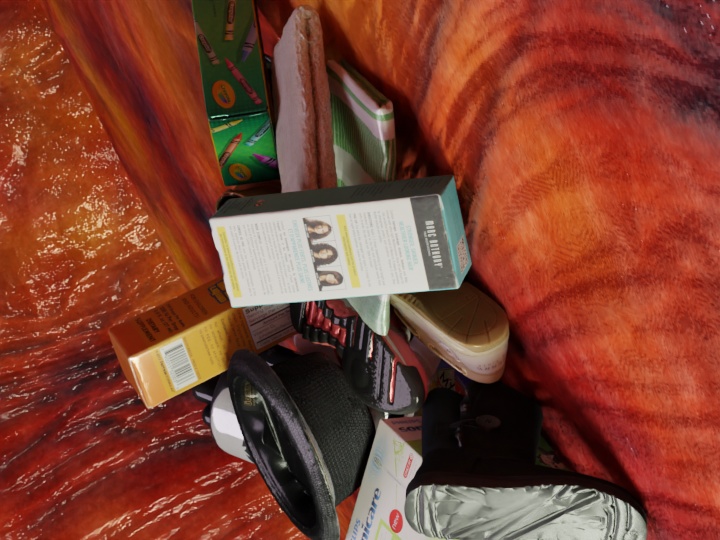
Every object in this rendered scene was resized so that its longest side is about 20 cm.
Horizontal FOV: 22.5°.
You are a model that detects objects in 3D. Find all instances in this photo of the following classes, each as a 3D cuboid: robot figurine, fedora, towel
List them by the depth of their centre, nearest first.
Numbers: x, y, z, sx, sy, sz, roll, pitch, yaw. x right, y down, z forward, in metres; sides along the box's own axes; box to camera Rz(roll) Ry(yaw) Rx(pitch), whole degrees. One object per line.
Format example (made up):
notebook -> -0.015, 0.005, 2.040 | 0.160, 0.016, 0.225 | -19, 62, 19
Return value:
towel -> -0.003, -0.066, 1.548 | 0.153, 0.023, 0.201 | -131, 40, -60
towel -> -0.048, -0.119, 1.578 | 0.133, 0.034, 0.201 | 137, 129, -73
fedora -> -0.041, 0.148, 1.656 | 0.201, 0.091, 0.201 | 51, 158, 30
robot figurine -> -0.070, 0.143, 1.830 | 0.200, 0.125, 0.150 | 18, -179, 30

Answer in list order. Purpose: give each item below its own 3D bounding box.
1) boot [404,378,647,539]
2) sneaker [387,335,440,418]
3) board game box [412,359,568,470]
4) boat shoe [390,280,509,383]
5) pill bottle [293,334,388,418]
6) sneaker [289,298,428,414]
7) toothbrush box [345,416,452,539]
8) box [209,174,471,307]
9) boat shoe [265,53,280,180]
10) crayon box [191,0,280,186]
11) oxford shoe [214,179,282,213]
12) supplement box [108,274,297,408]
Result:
boot -> 0.139, 0.157, 1.494 | 0.168, 0.199, 0.077 | -70, -18, -59
sneaker -> 0.070, 0.156, 1.814 | 0.074, 0.087, 0.200 | 27, 146, 59
board game box -> 0.113, 0.181, 1.636 | 0.200, 0.029, 0.135 | 53, 131, 40
boat shoe -> 0.061, 0.030, 1.575 | 0.200, 0.074, 0.069 | 49, 158, 46
pill bottle -> 0.018, 0.132, 1.920 | 0.200, 0.113, 0.113 | 65, 168, -16
sneaker -> 0.017, 0.053, 1.612 | 0.200, 0.087, 0.074 | 44, 134, 45
toothbrush box -> 0.083, 0.238, 1.582 | 0.200, 0.086, 0.146 | 42, 123, 48
box -> -0.016, -0.023, 1.470 | 0.049, 0.199, 0.083 | -55, -44, -61
boat shoe -> -0.069, -0.129, 1.778 | 0.200, 0.072, 0.063 | 62, 173, 21
crayon box -> -0.119, -0.195, 1.694 | 0.119, 0.058, 0.201 | 82, 179, -62
oxford shoe -> -0.105, -0.058, 1.706 | 0.071, 0.071, 0.200 | 28, -173, -17
supplement box -> -0.129, 0.049, 1.695 | 0.067, 0.200, 0.069 | 44, 154, 53
